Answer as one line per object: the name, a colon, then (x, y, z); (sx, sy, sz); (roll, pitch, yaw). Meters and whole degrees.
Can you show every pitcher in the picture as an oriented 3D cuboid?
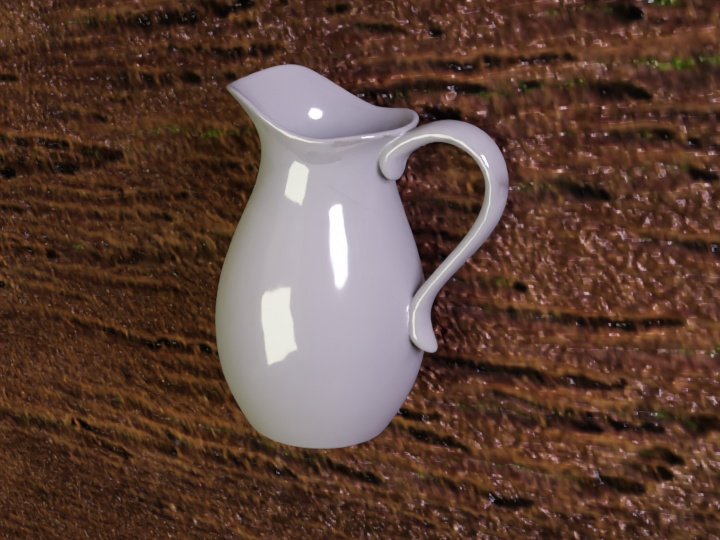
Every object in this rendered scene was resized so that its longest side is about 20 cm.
pitcher: (0.000, 0.000, 1.123); (0.171, 0.121, 0.201); (16, 115, 30)
